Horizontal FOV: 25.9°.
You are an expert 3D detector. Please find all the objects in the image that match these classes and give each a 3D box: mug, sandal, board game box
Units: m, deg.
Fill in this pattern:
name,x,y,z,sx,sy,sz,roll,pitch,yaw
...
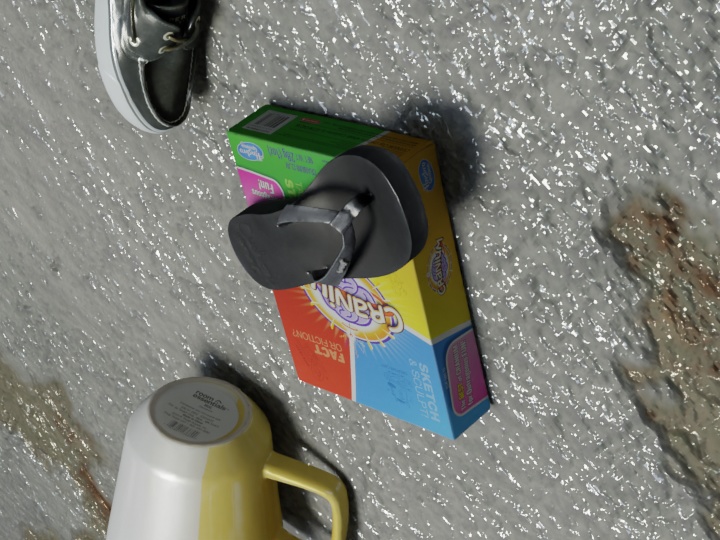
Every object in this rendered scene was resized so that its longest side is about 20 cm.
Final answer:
name,x,y,z,sx,sy,sz,roll,pitch,yaw
mug,-0.113,0.168,1.255,0.150,0.184,0.155,-115,25,-51
sandal,-0.025,-0.019,0.953,0.077,0.043,0.200,57,146,-6
board game box,0.000,0.000,1.017,0.152,0.040,0.202,16,132,43

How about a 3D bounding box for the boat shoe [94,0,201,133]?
name,x,y,z,sx,sy,sz,roll,pitch,yaw
boat shoe,-0.132,-0.172,1.001,0.056,0.068,0.202,26,136,34
